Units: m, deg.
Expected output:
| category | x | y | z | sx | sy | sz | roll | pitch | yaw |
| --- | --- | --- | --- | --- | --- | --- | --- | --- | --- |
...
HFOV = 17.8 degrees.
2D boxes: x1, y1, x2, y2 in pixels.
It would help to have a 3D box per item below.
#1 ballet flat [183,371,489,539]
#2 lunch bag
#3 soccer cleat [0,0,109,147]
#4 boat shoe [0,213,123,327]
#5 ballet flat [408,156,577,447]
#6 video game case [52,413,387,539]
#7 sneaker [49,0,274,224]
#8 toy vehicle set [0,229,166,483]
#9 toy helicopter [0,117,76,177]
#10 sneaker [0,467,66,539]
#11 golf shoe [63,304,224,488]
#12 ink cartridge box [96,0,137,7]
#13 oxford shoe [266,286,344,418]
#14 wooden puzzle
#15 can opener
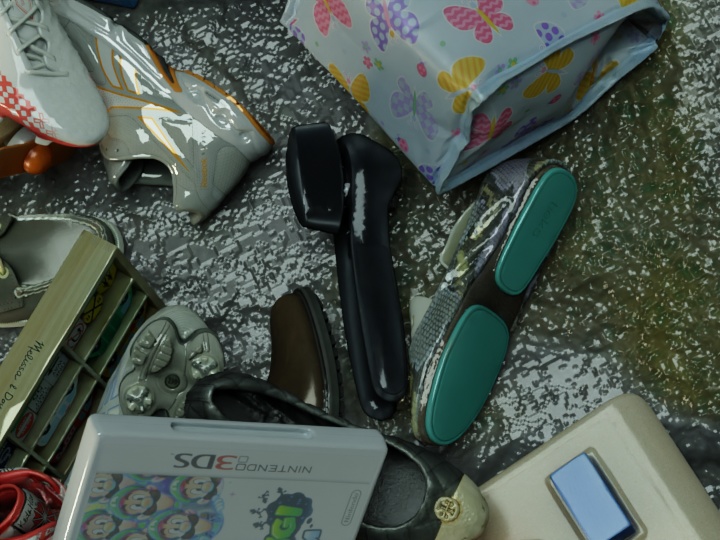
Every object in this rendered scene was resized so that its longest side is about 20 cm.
| category | x | y | z | sx | sy | sz | roll | pitch | yaw |
| --- | --- | --- | --- | --- | --- | --- | --- | --- | --- |
| ballet flat | -0.015 | 0.119 | 1.377 | 0.199 | 0.057 | 0.067 | 23 | 81 | -7 |
| lunch bag | 0.079 | -0.168 | 1.477 | 0.199 | 0.127 | 0.170 | -32 | 69 | -31 |
| soccer cleat | -0.227 | -0.165 | 1.489 | 0.068 | 0.085 | 0.200 | -25 | 70 | -43 |
| boat shoe | -0.257 | 0.000 | 1.519 | 0.200 | 0.060 | 0.073 | -12 | 71 | 6 |
| ballet flat | 0.070 | 0.017 | 1.461 | 0.072 | 0.072 | 0.201 | 24 | 78 | 16 |
| video game case | -0.095 | 0.173 | 1.342 | 0.181 | 0.201 | 0.024 | 5 | 31 | -26 |
| sneaker | -0.159 | -0.107 | 1.532 | 0.199 | 0.076 | 0.092 | 33 | 85 | 19 |
| toy vehicle set | -0.197 | 0.084 | 1.448 | 0.026 | 0.124 | 0.201 | 27 | 79 | 18 |
| toy helicopter | -0.264 | -0.075 | 1.510 | 0.131 | 0.079 | 0.201 | 20 | 49 | -1 |
| sneaker | -0.176 | 0.176 | 1.366 | 0.200 | 0.108 | 0.068 | 14 | 43 | -28 |
| golf shoe | -0.143 | 0.114 | 1.464 | 0.078 | 0.097 | 0.201 | 25 | 102 | -13 |
| ink cartridge box | -0.185 | -0.269 | 1.517 | 0.066 | 0.200 | 0.117 | 14 | 76 | 14 |
| oxford shoe | -0.056 | 0.104 | 1.433 | 0.084 | 0.073 | 0.202 | 8 | 70 | -13 |
| wooden puzzle | 0.133 | 0.195 | 1.395 | 0.199 | 0.046 | 0.186 | -32 | 70 | -1 |
| can opener | 0.000 | 0.000 | 1.471 | 0.078 | 0.063 | 0.202 | -7 | 69 | -10 |
